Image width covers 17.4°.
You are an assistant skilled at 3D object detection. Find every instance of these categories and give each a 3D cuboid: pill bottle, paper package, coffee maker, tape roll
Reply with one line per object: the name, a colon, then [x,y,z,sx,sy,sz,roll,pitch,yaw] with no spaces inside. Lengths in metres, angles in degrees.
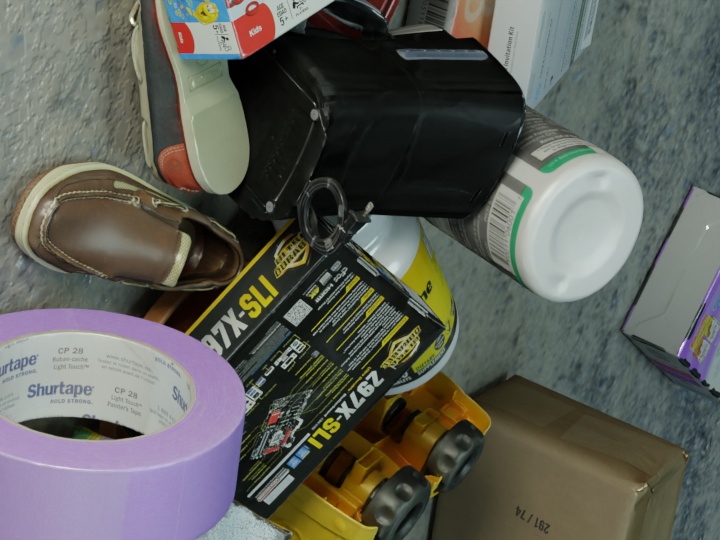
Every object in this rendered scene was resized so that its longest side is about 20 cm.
pill bottle: [0.000,0.000,1.753,0.113,0.112,0.200,-55,149,-19]
pill bottle: [0.103,-0.066,1.714,0.113,0.200,0.114,-19,125,-29]
paper package: [0.175,0.220,2.115,0.103,0.199,0.192,-25,131,-50]
coffee maker: [0.006,-0.087,1.586,0.199,0.193,0.135,-2,153,-42]
tape roll: [-0.172,0.098,1.448,0.200,0.199,0.066,-25,132,-50]

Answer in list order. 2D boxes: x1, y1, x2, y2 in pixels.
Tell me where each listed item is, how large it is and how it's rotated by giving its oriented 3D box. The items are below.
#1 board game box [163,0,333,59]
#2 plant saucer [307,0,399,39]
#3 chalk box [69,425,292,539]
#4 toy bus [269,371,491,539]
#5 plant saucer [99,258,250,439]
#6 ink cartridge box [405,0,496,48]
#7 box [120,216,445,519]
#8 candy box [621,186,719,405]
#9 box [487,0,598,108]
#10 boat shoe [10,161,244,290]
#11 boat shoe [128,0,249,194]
board game box: [-0.057,-0.261,1.465,0.200,0.056,0.197,-38,122,-40]
plant saucer: [-0.006,-0.243,1.646,0.201,0.037,0.199,-65,151,-4]
chalk box: [-0.162,0.226,1.556,0.124,0.123,0.201,36,76,-34]
toy bus: [-0.007,0.184,1.875,0.200,0.135,0.193,-35,152,-47]
plant saucer: [-0.122,0.084,1.696,0.200,0.032,0.201,-38,140,-41]
ink cartridge box: [0.104,-0.184,1.858,0.199,0.050,0.163,-18,126,-50]
box: [-0.054,0.069,1.639,0.200,0.049,0.160,-47,142,4]
candy box: [0.362,0.031,2.420,0.169,0.071,0.200,-63,150,-7]
box: [0.152,-0.223,1.865,0.200,0.041,0.157,-50,153,-58]
boat shoe: [-0.143,-0.024,1.537,0.202,0.075,0.075,6,106,-60]
boat shoe: [-0.118,-0.146,1.500,0.071,0.062,0.201,-27,118,-42]
